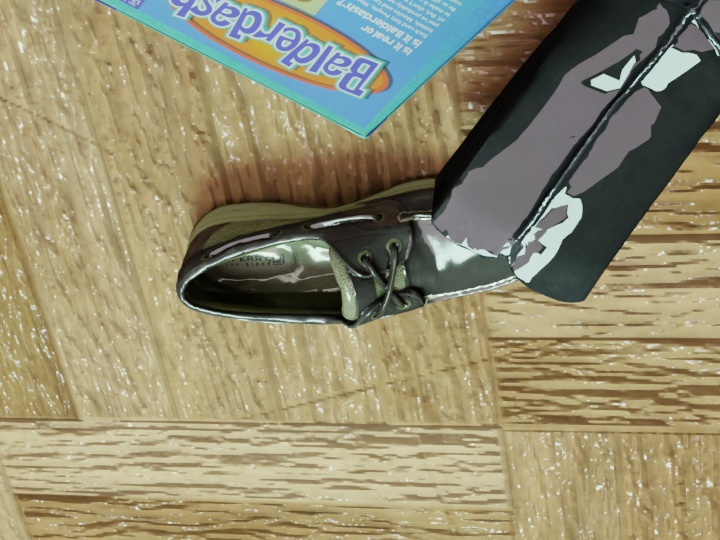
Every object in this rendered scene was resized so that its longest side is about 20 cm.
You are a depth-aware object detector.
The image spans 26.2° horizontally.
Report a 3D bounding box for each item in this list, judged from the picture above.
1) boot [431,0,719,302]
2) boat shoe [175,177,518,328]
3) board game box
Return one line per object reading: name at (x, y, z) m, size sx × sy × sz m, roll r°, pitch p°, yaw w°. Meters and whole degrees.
boot at (0.148, -0.058, 0.708) m, size 0.165 × 0.066 × 0.200 m, roll 37°, pitch 114°, yaw 1°
boat shoe at (-0.001, -0.001, 0.808) m, size 0.200 × 0.066 × 0.072 m, roll -3°, pitch 123°, yaw 15°
board game box at (-0.002, -0.150, 0.624) m, size 0.152 × 0.045 × 0.200 m, roll 25°, pitch 139°, yaw -26°
